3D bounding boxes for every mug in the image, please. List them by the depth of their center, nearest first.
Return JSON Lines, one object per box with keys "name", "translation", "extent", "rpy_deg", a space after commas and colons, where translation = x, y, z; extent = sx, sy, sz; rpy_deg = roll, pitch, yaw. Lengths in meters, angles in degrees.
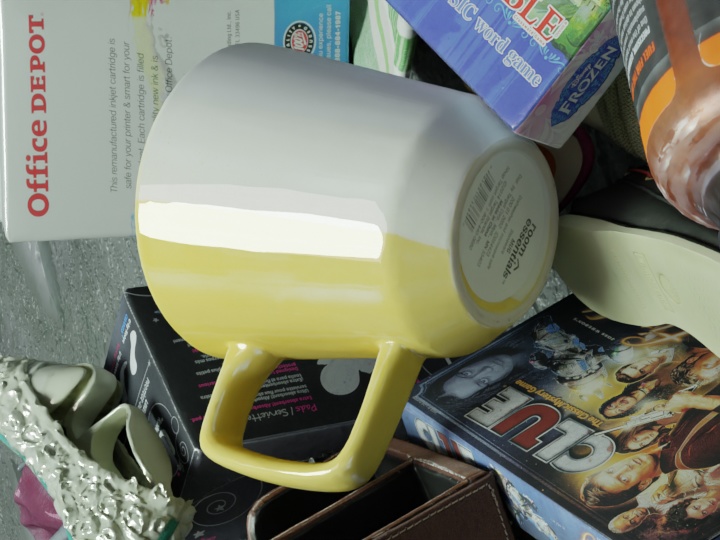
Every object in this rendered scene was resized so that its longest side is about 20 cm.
{"name": "mug", "translation": [0.005, -0.007, 0.861], "extent": [0.153, 0.149, 0.187], "rpy_deg": [8, 107, 38]}

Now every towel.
{"name": "towel", "translation": [0.014, -0.176, 1.008], "extent": [0.200, 0.023, 0.153], "rpy_deg": [100, 167, -46]}

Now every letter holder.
{"name": "letter holder", "translation": [0.007, 0.198, 0.840], "extent": [0.101, 0.142, 0.200], "rpy_deg": [12, 126, 60]}

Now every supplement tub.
{"name": "supplement tub", "translation": [0.141, -0.086, 0.652], "extent": [0.107, 0.107, 0.200], "rpy_deg": [127, 143, -53]}

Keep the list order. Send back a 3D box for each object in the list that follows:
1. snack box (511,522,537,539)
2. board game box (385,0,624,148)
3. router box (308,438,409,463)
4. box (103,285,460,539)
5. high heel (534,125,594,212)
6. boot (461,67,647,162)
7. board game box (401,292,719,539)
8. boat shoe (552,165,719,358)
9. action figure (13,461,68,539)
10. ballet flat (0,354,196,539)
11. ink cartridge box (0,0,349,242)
{"name": "snack box", "translation": [0.135, 0.120, 0.844], "extent": [0.116, 0.037, 0.200], "rpy_deg": [-55, 34, -4]}
{"name": "board game box", "translation": [0.076, -0.192, 0.814], "extent": [0.200, 0.041, 0.200], "rpy_deg": [-53, 57, 17]}
{"name": "router box", "translation": [0.022, 0.166, 1.013], "extent": [0.062, 0.150, 0.200], "rpy_deg": [64, 147, 32]}
{"name": "box", "translation": [-0.032, 0.082, 1.039], "extent": [0.115, 0.200, 0.132], "rpy_deg": [61, 146, 36]}
{"name": "high heel", "translation": [0.068, -0.048, 0.954], "extent": [0.200, 0.096, 0.068], "rpy_deg": [-16, 97, 53]}
{"name": "boot", "translation": [0.103, -0.157, 0.865], "extent": [0.155, 0.072, 0.201], "rpy_deg": [33, 130, 56]}
{"name": "board game box", "translation": [0.122, 0.068, 0.814], "extent": [0.200, 0.135, 0.035], "rpy_deg": [29, 143, 56]}
{"name": "boat shoe", "translation": [0.154, -0.001, 0.803], "extent": [0.074, 0.063, 0.201], "rpy_deg": [62, 164, -25]}
{"name": "action figure", "translation": [-0.187, 0.207, 1.511], "extent": [0.200, 0.134, 0.149], "rpy_deg": [12, 65, 48]}
{"name": "ballet flat", "translation": [-0.136, 0.088, 0.972], "extent": [0.200, 0.072, 0.072], "rpy_deg": [45, 134, 46]}
{"name": "ink cartridge box", "translation": [-0.120, -0.107, 1.128], "extent": [0.146, 0.199, 0.147], "rpy_deg": [-133, 42, -69]}
